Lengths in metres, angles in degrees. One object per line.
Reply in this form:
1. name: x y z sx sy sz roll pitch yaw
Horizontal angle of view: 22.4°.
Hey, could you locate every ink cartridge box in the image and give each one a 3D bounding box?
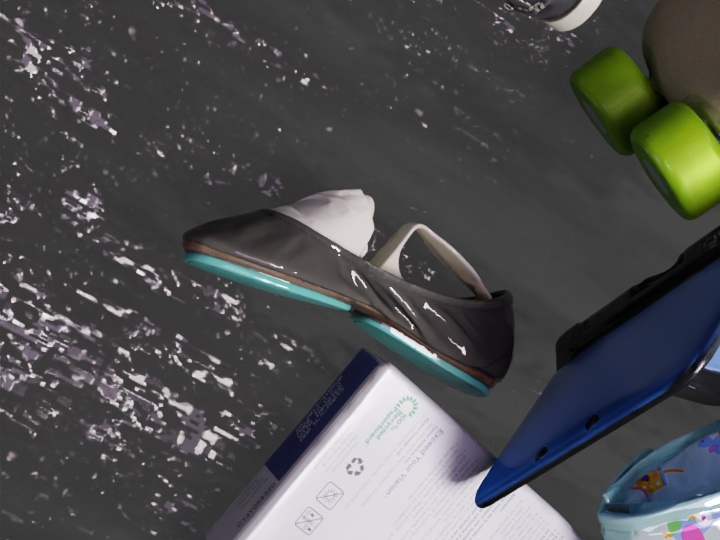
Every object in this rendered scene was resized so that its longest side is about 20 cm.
1. ink cartridge box: 0.010 0.176 0.969 0.200 0.043 0.197 43 86 -26

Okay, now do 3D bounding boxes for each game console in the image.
1. game console: 0.175 0.056 0.909 0.170 0.200 0.119 16 60 -22

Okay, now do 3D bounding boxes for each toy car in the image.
1. toy car: 0.237 -0.059 0.961 0.164 0.158 0.200 -35 122 2

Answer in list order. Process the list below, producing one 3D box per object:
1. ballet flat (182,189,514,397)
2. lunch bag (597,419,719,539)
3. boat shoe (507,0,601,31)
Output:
1. ballet flat: 0.000 0.000 0.927 0.199 0.068 0.069 26 80 -32
2. lunch bag: 0.226 0.169 1.005 0.199 0.122 0.171 -21 107 -21
3. boat shoe: 0.116 -0.225 0.918 0.067 0.072 0.201 20 94 -26
